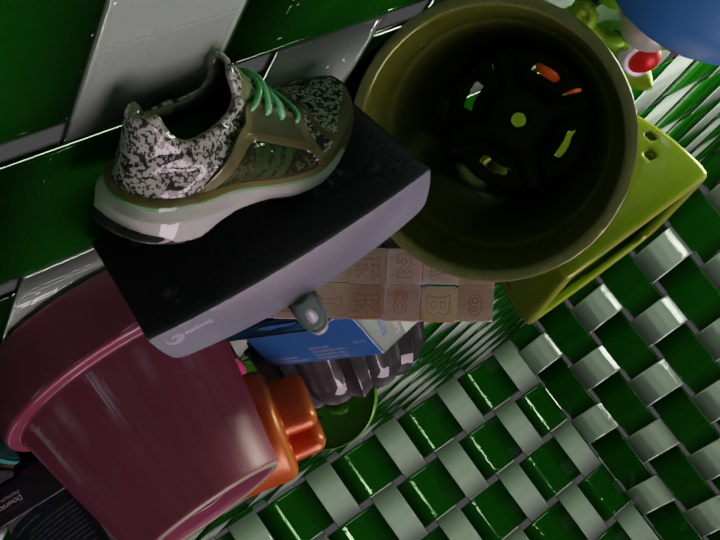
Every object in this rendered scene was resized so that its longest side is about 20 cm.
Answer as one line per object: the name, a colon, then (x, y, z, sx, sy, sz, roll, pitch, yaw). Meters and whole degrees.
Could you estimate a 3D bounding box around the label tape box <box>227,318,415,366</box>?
label tape box: (-0.027, 0.045, 1.051, 0.144, 0.063, 0.200, -10, -162, 39)

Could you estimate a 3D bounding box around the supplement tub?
supplement tub: (-0.266, 0.275, 1.116, 0.140, 0.200, 0.140, -35, 168, -8)

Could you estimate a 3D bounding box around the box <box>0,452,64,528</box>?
box: (-0.348, 0.214, 0.932, 0.200, 0.036, 0.143, -32, -170, -28)

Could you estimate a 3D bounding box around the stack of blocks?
stack of blocks: (0.000, 0.000, 0.882, 0.200, 0.059, 0.115, 1, -170, -6)

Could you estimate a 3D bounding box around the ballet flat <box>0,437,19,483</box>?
ballet flat: (-0.304, 0.139, 0.813, 0.073, 0.073, 0.200, -34, 170, -15)

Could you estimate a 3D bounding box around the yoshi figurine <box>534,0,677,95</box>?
yoshi figurine: (0.216, -0.224, 0.928, 0.112, 0.113, 0.200, 8, 171, -12)

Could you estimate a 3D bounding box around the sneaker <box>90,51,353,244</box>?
sneaker: (-0.068, -0.088, 0.639, 0.200, 0.077, 0.089, -36, 150, -43)

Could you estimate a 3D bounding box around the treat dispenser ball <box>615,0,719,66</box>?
treat dispenser ball: (0.239, -0.224, 0.657, 0.201, 0.201, 0.201, -35, 168, -8)

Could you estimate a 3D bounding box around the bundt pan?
bundt pan: (-0.018, 0.083, 1.174, 0.202, 0.076, 0.202, -20, -164, 6)

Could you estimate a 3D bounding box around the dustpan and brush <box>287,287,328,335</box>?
dustpan and brush: (-0.057, -0.012, 0.746, 0.140, 0.200, 0.057, -37, 138, 1)

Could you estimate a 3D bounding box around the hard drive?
hard drive: (-0.063, -0.030, 0.704, 0.200, 0.135, 0.042, -32, 132, -10)

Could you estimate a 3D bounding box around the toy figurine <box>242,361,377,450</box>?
toy figurine: (-0.053, 0.127, 1.380, 0.200, 0.150, 0.184, -7, -170, 17)

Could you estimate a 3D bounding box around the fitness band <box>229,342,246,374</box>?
fitness band: (-0.193, 0.131, 1.180, 0.144, 0.037, 0.200, -35, 167, -9)

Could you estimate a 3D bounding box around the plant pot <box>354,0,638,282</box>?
plant pot: (0.113, -0.110, 0.840, 0.200, 0.200, 0.190, -41, 180, 20)

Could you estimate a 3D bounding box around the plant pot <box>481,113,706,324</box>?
plant pot: (0.220, -0.085, 1.188, 0.200, 0.182, 0.199, -34, 167, -13)

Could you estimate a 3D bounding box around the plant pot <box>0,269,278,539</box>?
plant pot: (-0.165, 0.114, 0.844, 0.200, 0.179, 0.200, -34, 169, -8)

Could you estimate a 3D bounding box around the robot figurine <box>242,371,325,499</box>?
robot figurine: (-0.138, 0.170, 1.062, 0.200, 0.117, 0.144, -21, 172, -5)
